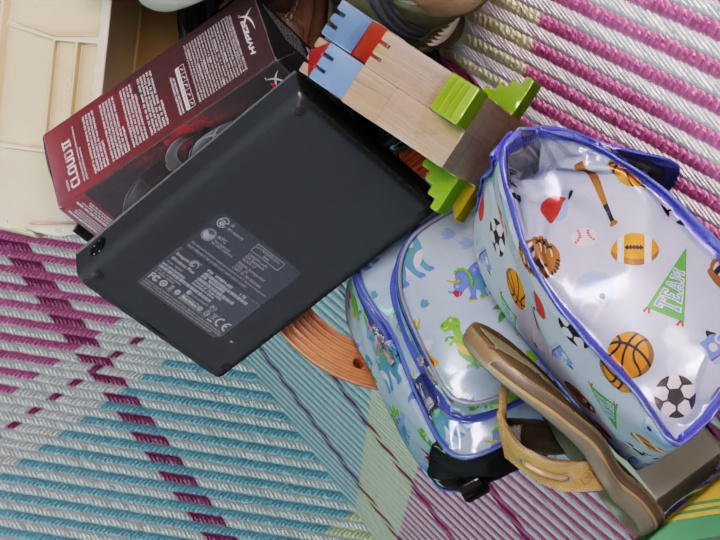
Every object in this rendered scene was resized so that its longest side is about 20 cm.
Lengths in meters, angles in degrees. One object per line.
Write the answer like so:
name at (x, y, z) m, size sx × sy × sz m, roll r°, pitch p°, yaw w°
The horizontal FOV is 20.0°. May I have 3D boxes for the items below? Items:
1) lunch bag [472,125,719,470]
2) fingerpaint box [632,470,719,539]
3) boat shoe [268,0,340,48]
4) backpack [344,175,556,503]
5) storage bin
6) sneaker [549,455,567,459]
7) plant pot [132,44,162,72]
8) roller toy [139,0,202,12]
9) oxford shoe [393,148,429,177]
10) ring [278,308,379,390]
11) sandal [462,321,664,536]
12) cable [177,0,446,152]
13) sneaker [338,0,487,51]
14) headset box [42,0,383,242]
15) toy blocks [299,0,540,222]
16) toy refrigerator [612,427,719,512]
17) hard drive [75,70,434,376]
lunch bag at (0.150, 0.006, 1.230) m, size 0.200 × 0.124 × 0.170 m, roll 47°, pitch 170°, yaw 8°
fingerpaint box at (0.218, 0.205, 1.395) m, size 0.073 × 0.167 × 0.200 m, roll 51°, pitch 169°, yaw 10°
boat shoe at (-0.060, -0.173, 1.518) m, size 0.072 × 0.068 × 0.201 m, roll -130°, pitch 42°, yaw -63°
backpack at (0.089, 0.024, 1.400) m, size 0.200 × 0.183 × 0.147 m, roll 59°, pitch 165°, yaw 23°
storage bin at (-0.178, -0.131, 1.502) m, size 0.093 × 0.199 × 0.200 m, roll 13°, pitch -166°, yaw 22°
sneaker at (0.159, 0.140, 1.634) m, size 0.140 × 0.078 × 0.200 m, roll 43°, pitch 158°, yaw -6°
plant pot at (-0.078, -0.131, 1.674) m, size 0.179 × 0.200 × 0.200 m, roll 34°, pitch 162°, yaw 20°
roller toy at (-0.089, -0.254, 1.305) m, size 0.140 × 0.200 × 0.182 m, roll 59°, pitch 162°, yaw -16°
oxford shoe at (0.052, -0.096, 1.532) m, size 0.200 × 0.071 × 0.073 m, roll 61°, pitch -173°, yaw 6°
ring at (0.000, 0.000, 1.495) m, size 0.201 × 0.200 × 0.019 m, roll 54°, pitch 140°, yaw 7°
sandal at (0.120, 0.110, 1.260) m, size 0.200 × 0.054 × 0.080 m, roll 49°, pitch 180°, yaw -35°
cable at (-0.031, -0.158, 1.466) m, size 0.051 × 0.199 × 0.164 m, roll -57°, pitch -28°, yaw -71°
sneaker at (0.044, -0.180, 1.313) m, size 0.090 × 0.067 × 0.200 m, roll 41°, pitch 171°, yaw -32°
headset box at (-0.103, -0.072, 1.373) m, size 0.149 × 0.200 × 0.077 m, roll 42°, pitch -160°, yaw -46°
toy blocks at (0.027, -0.113, 1.278) m, size 0.137 × 0.100 × 0.200 m, roll 35°, pitch -175°, yaw 14°
toy refrigerator at (0.172, 0.084, 1.495) m, size 0.200 × 0.070 × 0.076 m, roll 52°, pitch 168°, yaw 17°
hard drive at (-0.068, -0.026, 1.340) m, size 0.139 × 0.200 × 0.033 m, roll 38°, pitch -156°, yaw -34°
